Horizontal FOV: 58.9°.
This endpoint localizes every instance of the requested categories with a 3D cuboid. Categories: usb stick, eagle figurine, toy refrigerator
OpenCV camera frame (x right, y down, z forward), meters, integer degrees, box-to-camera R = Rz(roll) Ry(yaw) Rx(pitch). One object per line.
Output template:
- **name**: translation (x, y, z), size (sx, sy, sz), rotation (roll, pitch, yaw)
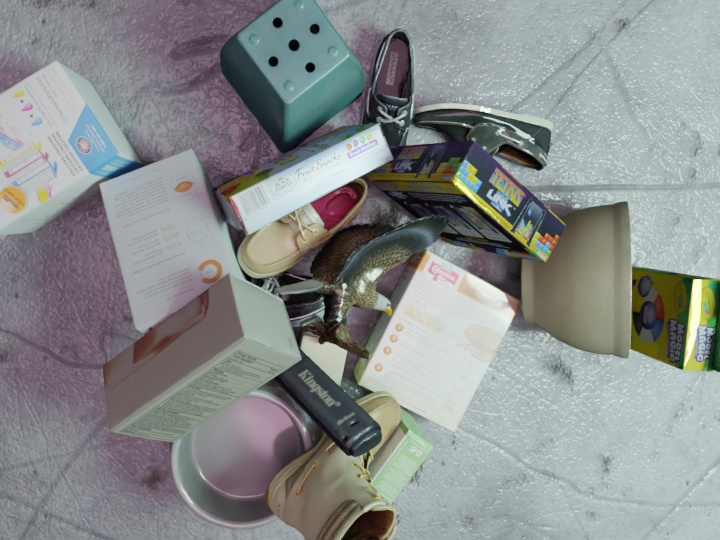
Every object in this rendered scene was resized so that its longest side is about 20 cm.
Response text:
- **usb stick**: translation (-0.052, 0.145, 0.757), size (0.055, 0.200, 0.033), rotation (-21, 130, -33)
- **eagle figurine**: translation (0.003, 0.003, 0.801), size (0.150, 0.151, 0.202), rotation (22, 77, 20)
- **toy refrigerator**: translation (-0.066, 0.185, 0.869), size (0.069, 0.076, 0.203), rotation (11, 93, -7)

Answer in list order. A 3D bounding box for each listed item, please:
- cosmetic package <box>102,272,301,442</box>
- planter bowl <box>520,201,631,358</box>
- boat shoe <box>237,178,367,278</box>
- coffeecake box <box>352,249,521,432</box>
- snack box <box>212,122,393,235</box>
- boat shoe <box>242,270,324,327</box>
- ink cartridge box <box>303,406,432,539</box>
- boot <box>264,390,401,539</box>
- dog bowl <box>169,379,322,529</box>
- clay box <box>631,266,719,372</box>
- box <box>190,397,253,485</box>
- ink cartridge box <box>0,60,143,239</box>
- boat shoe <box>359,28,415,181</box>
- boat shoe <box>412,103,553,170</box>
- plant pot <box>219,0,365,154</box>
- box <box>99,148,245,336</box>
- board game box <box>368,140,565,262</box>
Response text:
- **cosmetic package**: translation (-0.179, 0.102, 0.711), size (0.199, 0.103, 0.088), rotation (-33, 56, 16)
- **planter bowl**: translation (0.285, 0.013, 0.850), size (0.133, 0.200, 0.203), rotation (-1, 96, 21)
- **boat shoe**: translation (-0.070, -0.064, 0.812), size (0.200, 0.069, 0.074), rotation (-39, 88, -29)
- **coffeecake box**: translation (0.103, 0.092, 0.881), size (0.152, 0.073, 0.202), rotation (27, 92, -9)
- **snack box**: translation (-0.076, -0.118, 0.788), size (0.199, 0.142, 0.053), rotation (-28, 110, -13)
- **boat shoe**: translation (-0.129, 0.027, 0.842), size (0.197, 0.068, 0.074), rotation (4, 62, -2)
- **ink cartridge box**: translation (0.000, 0.272, 0.848), size (0.048, 0.146, 0.201), rotation (37, 91, -15)
- **boot**: translation (0.002, 0.232, 0.724), size (0.199, 0.155, 0.073), rotation (-36, 116, -22)
- **dog bowl**: translation (-0.145, 0.227, 0.799), size (0.197, 0.059, 0.203), rotation (0, 96, -4)
- **clay box**: translation (0.410, 0.061, 0.849), size (0.047, 0.200, 0.116), rotation (3, 94, -6)
- **box**: translation (-0.180, 0.175, 0.857), size (0.064, 0.070, 0.202), rotation (23, 92, -8)
- **ink cartridge box**: translation (-0.397, -0.135, 0.776), size (0.199, 0.125, 0.129), rotation (-33, 98, -3)
- **boat shoe**: translation (0.039, -0.215, 0.848), size (0.071, 0.068, 0.203), rotation (9, 95, -7)
- **boat shoe**: translation (0.165, -0.183, 0.863), size (0.197, 0.072, 0.069), rotation (10, 90, -9)
- **plant pot**: translation (-0.081, -0.247, 0.765), size (0.141, 0.200, 0.142), rotation (-38, 97, -2)
- **box**: translation (-0.222, -0.025, 0.779), size (0.123, 0.098, 0.202), rotation (-21, 67, -4)
- **board game box**: translation (0.124, -0.086, 0.783), size (0.165, 0.200, 0.057), rotation (36, 82, -26)
